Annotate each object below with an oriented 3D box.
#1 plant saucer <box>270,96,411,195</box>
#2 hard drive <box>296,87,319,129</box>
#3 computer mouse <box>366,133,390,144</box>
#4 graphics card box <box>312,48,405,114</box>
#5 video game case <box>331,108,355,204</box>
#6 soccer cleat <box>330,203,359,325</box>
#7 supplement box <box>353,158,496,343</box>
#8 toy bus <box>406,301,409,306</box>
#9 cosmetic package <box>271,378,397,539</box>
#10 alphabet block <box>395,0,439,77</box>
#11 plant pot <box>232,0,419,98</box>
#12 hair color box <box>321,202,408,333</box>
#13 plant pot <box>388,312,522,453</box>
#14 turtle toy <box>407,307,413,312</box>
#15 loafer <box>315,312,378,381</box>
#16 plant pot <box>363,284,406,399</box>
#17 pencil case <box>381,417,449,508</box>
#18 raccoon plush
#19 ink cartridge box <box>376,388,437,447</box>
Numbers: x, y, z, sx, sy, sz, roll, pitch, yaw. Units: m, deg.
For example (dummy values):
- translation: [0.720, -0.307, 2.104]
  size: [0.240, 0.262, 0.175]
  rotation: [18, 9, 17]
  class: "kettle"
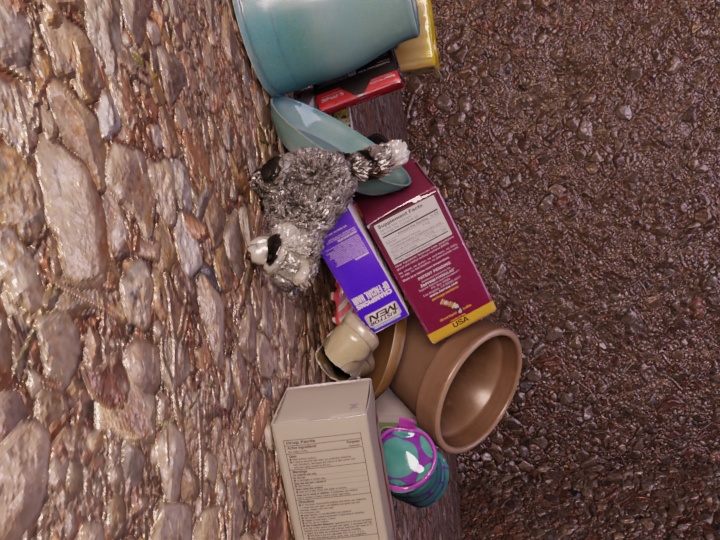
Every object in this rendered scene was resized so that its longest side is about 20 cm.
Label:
- translation: [-0.030, -0.147, 0.914]
  size: [0.036, 0.199, 0.200]
  rotation: [-57, -175, 19]
  class: "plant saucer"
- translation: [-0.061, -0.149, 1.076]
  size: [0.132, 0.026, 0.201]
  rotation: [-79, 160, -62]
  class: "hard drive"
- translation: [0.049, -0.105, 1.141]
  size: [0.046, 0.141, 0.200]
  rotation: [0, 44, -48]
  class: "computer mouse"
- translation: [-0.024, -0.334, 1.044]
  size: [0.051, 0.125, 0.202]
  rotation: [-11, 83, -78]
  class: "graphics card box"
- translation: [-0.015, -0.145, 1.258]
  size: [0.201, 0.035, 0.182]
  rotation: [79, 5, -45]
  class: "video game case"
- translation: [0.000, 0.000, 1.104]
  size: [0.067, 0.076, 0.202]
  rotation: [5, 90, -85]
  class: "soccer cleat"
- translation: [0.084, -0.027, 0.992]
  size: [0.201, 0.103, 0.131]
  rotation: [60, 5, -26]
  class: "supplement box"
- translation: [0.054, -0.042, 1.195]
  size: [0.078, 0.064, 0.202]
  rotation: [133, -46, -71]
  class: "toy bus"
- translation: [-0.023, 0.228, 0.797]
  size: [0.087, 0.102, 0.202]
  rotation: [-74, 157, -72]
  class: "cosmetic package"
- translation: [0.022, -0.421, 1.248]
  size: [0.195, 0.198, 0.198]
  rotation: [-61, 143, -75]
  class: "alphabet block"
- translation: [-0.031, -0.319, 0.860]
  size: [0.200, 0.186, 0.202]
  rotation: [-8, 90, -79]
  class: "plant pot"
- translation: [-0.015, -0.029, 0.945]
  size: [0.201, 0.064, 0.110]
  rotation: [58, 6, -28]
  class: "hair color box"
- translation: [0.119, 0.146, 1.121]
  size: [0.199, 0.174, 0.202]
  rotation: [-23, 126, -36]
  class: "plant pot"
- translation: [0.040, 0.071, 1.254]
  size: [0.146, 0.100, 0.202]
  rotation: [-37, -133, 47]
  class: "turtle toy"
- translation: [-0.024, 0.113, 0.985]
  size: [0.076, 0.068, 0.200]
  rotation: [46, -16, 15]
  class: "loafer"
- translation: [0.025, 0.101, 1.093]
  size: [0.200, 0.027, 0.202]
  rotation: [-167, -90, -74]
  class: "plant pot"
- translation: [0.071, 0.266, 1.006]
  size: [0.200, 0.084, 0.093]
  rotation: [64, 37, -66]
  class: "pencil case"
- translation: [-0.024, -0.055, 0.756]
  size: [0.097, 0.198, 0.135]
  rotation: [88, -17, -77]
  class: "raccoon plush"
- translation: [0.068, 0.227, 1.208]
  size: [0.201, 0.144, 0.048]
  rotation: [-82, 172, -56]
  class: "ink cartridge box"
